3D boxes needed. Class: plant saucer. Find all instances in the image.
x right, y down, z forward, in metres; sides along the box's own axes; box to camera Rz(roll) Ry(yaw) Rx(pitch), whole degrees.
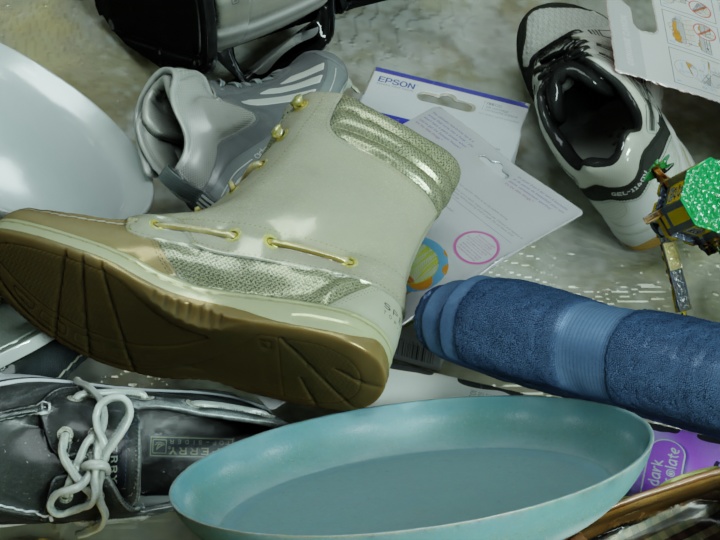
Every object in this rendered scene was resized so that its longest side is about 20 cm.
[{"bbox_3d":[0.022,0.089,0.864,0.200,0.027,0.200,-7,10,1],"label":"plant saucer"}]

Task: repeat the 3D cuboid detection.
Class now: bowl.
[{"bbox_3d":[-0.214,-0.048,1.084,0.201,0.090,0.201,29,21,-12],"label":"bowl"}]

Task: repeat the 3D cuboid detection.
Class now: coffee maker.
[{"bbox_3d":[-0.059,-0.215,1.283,0.200,0.135,0.192,-21,48,-29],"label":"coffee maker"}]

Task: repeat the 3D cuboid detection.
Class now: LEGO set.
[{"bbox_3d":[0.229,0.008,1.084,0.154,0.116,0.200,-39,91,-16],"label":"LEGO set"}]

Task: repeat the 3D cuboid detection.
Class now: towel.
[{"bbox_3d":[0.130,0.041,0.938,0.200,0.049,0.112,14,-4,31],"label":"towel"}]

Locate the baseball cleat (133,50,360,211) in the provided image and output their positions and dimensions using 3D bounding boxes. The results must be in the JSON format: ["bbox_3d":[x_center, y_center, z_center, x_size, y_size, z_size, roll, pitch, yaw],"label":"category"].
[{"bbox_3d":[-0.063,-0.090,1.156,0.106,0.070,0.200,37,26,-12],"label":"baseball cleat"}]

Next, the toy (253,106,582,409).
[{"bbox_3d":[0.000,0.000,1.061,0.200,0.047,0.115,-29,50,-27],"label":"toy"}]

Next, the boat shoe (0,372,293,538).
[{"bbox_3d":[-0.121,0.086,0.959,0.199,0.074,0.068,6,-2,-26],"label":"boat shoe"}]

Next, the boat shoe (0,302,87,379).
[{"bbox_3d":[-0.192,0.069,1.009,0.200,0.060,0.076,-33,21,-33],"label":"boat shoe"}]

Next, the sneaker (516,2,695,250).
[{"bbox_3d":[0.133,-0.105,1.204,0.076,0.088,0.200,-37,44,11],"label":"sneaker"}]

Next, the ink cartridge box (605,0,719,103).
[{"bbox_3d":[0.228,-0.124,1.250,0.200,0.050,0.161,13,41,-12],"label":"ink cartridge box"}]

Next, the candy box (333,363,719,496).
[{"bbox_3d":[0.077,0.140,0.952,0.200,0.072,0.168,13,43,7],"label":"candy box"}]

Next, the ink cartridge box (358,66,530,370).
[{"bbox_3d":[0.025,-0.033,1.163,0.099,0.039,0.200,15,44,10],"label":"ink cartridge box"}]

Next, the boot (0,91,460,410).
[{"bbox_3d":[-0.063,-0.024,0.999,0.200,0.072,0.155,14,49,10],"label":"boot"}]

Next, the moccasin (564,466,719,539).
[{"bbox_3d":[0.089,0.132,0.852,0.201,0.078,0.074,-16,48,-21],"label":"moccasin"}]

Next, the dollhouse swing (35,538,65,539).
[{"bbox_3d":[-0.141,0.158,0.847,0.200,0.182,0.176,-19,58,-25],"label":"dollhouse swing"}]
